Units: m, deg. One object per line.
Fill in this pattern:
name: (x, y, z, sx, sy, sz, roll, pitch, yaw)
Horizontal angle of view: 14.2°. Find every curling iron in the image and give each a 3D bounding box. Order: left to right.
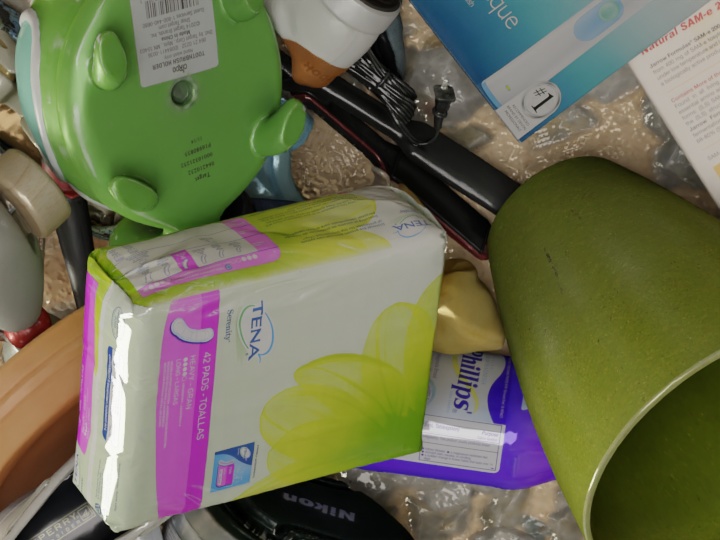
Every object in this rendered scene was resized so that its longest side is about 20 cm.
curling iron: (-0.159, -0.053, 1.643, 0.050, 0.026, 0.200, -6, 103, -11)

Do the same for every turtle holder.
turtle holder: (-0.112, -0.092, 1.568, 0.141, 0.132, 0.186, -47, 126, -17)

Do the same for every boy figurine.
boy figurine: (0.000, 0.000, 1.652, 0.200, 0.064, 0.124, 14, 109, -29)

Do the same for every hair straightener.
hair straightener: (0.024, -0.094, 1.659, 0.200, 0.041, 0.077, 42, 125, -9)

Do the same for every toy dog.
toy dog: (-0.215, -0.004, 1.602, 0.096, 0.132, 0.200, 45, 146, 23)

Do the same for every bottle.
bottle: (0.080, 0.088, 1.698, 0.200, 0.084, 0.065, 8, 126, 4)

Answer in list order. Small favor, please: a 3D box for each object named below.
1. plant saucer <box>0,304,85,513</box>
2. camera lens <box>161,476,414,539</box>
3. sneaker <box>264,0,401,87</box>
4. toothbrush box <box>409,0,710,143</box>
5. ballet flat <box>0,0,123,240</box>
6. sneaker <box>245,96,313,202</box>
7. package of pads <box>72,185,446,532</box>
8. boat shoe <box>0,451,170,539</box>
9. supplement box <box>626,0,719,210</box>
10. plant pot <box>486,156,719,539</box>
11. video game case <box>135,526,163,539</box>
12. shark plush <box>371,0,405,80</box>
plant saucer: (-0.168, 0.086, 1.665, 0.037, 0.200, 0.200, 47, 107, 15)
camera lens: (-0.061, 0.224, 1.714, 0.160, 0.160, 0.200, 23, 107, -1)
sneaker: (-0.061, -0.184, 1.603, 0.085, 0.073, 0.200, -51, 56, 30)
toothbrush box: (0.117, -0.193, 1.577, 0.200, 0.085, 0.146, -36, 119, 5)
ballet flat: (-0.193, -0.095, 1.680, 0.200, 0.074, 0.074, 41, 106, -8)
sneaker: (-0.074, -0.091, 1.677, 0.082, 0.074, 0.200, -24, 105, -8)
package of pads: (-0.054, 0.042, 1.558, 0.200, 0.068, 0.155, -13, 127, -30)
boat shoe: (-0.126, 0.112, 1.624, 0.200, 0.066, 0.072, -33, 97, -5)
supplement box: (0.250, -0.083, 1.635, 0.126, 0.074, 0.200, -30, 102, 14)
plant pot: (0.157, 0.033, 1.609, 0.187, 0.200, 0.187, -20, 140, -17)
video game case: (-0.170, 0.220, 1.714, 0.018, 0.143, 0.200, 11, 135, -35)
shark plush: (0.024, -0.200, 1.631, 0.083, 0.091, 0.200, -9, 103, -23)
